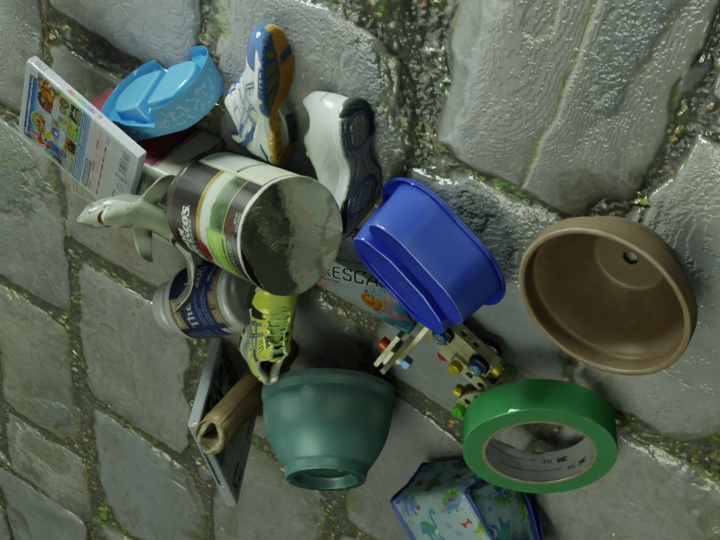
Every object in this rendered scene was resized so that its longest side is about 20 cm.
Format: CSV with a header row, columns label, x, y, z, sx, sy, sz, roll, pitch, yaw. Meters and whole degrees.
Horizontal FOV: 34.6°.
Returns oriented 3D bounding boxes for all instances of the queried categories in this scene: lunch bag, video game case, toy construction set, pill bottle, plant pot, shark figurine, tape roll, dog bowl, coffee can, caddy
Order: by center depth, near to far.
label,x,y,z,sx,sy,sz,roll,pitch,yaw
plant pot,0.282,0.011,1.272,0.199,0.093,0.202,23,138,22
caddy,0.087,-0.021,1.397,0.200,0.105,0.141,47,159,-3
coffee can,-0.135,-0.064,1.446,0.199,0.146,0.147,22,144,52
dog bowl,-0.253,-0.223,1.488,0.198,0.112,0.050,-5,138,43
tape roll,0.231,0.217,1.491,0.198,0.049,0.202,3,139,3
video game case,-0.371,-0.172,1.528,0.200,0.018,0.144,40,142,8
shark figurine,-0.269,-0.051,1.533,0.215,0.128,0.089,48,169,-36
toy construction set,0.121,0.127,1.535,0.199,0.093,0.131,30,143,-4
plant pot,-0.049,0.241,1.675,0.197,0.136,0.201,1,153,1
lunch bag,0.171,0.381,1.708,0.169,0.127,0.201,-18,106,48
pill bottle,-0.222,0.044,1.718,0.199,0.111,0.112,-10,121,45
video game case,-0.219,0.241,1.851,0.022,0.201,0.184,-9,125,13

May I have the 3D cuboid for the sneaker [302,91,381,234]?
label,x,y,z,sx,sy,sz,roll,pitch,yaw
sneaker,-0.026,-0.135,1.422,0.087,0.074,0.202,29,136,33

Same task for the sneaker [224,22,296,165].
label,x,y,z,sx,sy,sz,roll,pitch,yaw
sneaker,-0.132,-0.218,1.413,0.087,0.075,0.201,24,139,20

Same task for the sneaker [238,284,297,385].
label,x,y,z,sx,sy,sz,roll,pitch,yaw
sneaker,-0.116,0.078,1.590,0.077,0.075,0.201,60,153,33

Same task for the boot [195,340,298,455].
label,x,y,z,sx,sy,sz,roll,pitch,yaw
boot,-0.184,0.205,1.772,0.066,0.200,0.176,33,142,8

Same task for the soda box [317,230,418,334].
label,x,y,z,sx,sy,sz,roll,pitch,yaw
soda box,0.000,0.000,1.518,0.199,0.068,0.064,27,141,18

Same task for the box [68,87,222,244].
label,x,y,z,sx,sy,sz,roll,pitch,yaw
box,-0.299,-0.144,1.599,0.198,0.109,0.129,26,139,18
